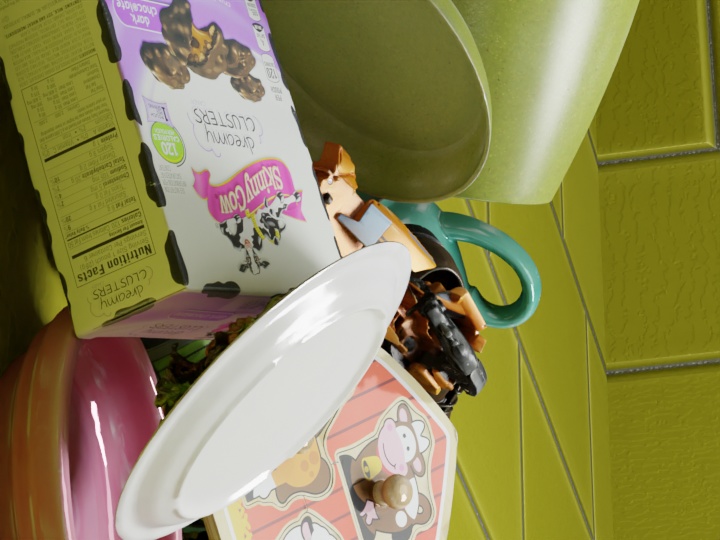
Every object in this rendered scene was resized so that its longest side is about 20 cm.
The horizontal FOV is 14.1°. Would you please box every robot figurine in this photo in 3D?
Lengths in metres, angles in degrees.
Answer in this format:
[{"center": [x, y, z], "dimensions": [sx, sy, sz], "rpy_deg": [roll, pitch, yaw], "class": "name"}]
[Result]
[{"center": [0.000, 0.000, 1.679], "dimensions": [0.058, 0.145, 0.200], "rpy_deg": [-55, 131, -16], "class": "robot figurine"}]

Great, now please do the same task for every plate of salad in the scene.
[{"center": [-0.053, 0.055, 1.435], "dimensions": [0.048, 0.200, 0.200], "rpy_deg": [45, 1, 16], "class": "plate of salad"}]

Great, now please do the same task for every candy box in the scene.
[{"center": [-0.098, -0.067, 1.472], "dimensions": [0.168, 0.072, 0.200], "rpy_deg": [4, 66, -61], "class": "candy box"}]

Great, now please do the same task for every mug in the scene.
[{"center": [0.006, 0.002, 1.903], "dimensions": [0.152, 0.185, 0.114], "rpy_deg": [24, -48, 63], "class": "mug"}]

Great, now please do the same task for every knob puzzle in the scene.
[{"center": [-0.006, 0.121, 1.632], "dimensions": [0.220, 0.030, 0.220], "rpy_deg": [11, 75, -44], "class": "knob puzzle"}]

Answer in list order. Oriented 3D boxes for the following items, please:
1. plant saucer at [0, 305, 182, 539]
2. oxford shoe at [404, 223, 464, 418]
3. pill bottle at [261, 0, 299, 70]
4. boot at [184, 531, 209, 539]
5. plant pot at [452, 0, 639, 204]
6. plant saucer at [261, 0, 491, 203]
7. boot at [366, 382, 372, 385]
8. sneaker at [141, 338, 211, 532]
[{"center": [-0.139, 0.116, 1.454], "dimensions": [0.201, 0.051, 0.201], "rpy_deg": [-8, 90, -79], "class": "plant saucer"}, {"center": [0.027, 0.078, 1.801], "dimensions": [0.084, 0.073, 0.200], "rpy_deg": [-139, -131, -64], "class": "oxford shoe"}, {"center": [-0.034, -0.186, 1.685], "dimensions": [0.111, 0.111, 0.200], "rpy_deg": [-79, 160, -56], "class": "pill bottle"}, {"center": [-0.077, 0.160, 1.714], "dimensions": [0.200, 0.075, 0.074], "rpy_deg": [-122, -161, -80], "class": "boot"}, {"center": [0.083, -0.146, 1.782], "dimensions": [0.187, 0.187, 0.200], "rpy_deg": [-32, 130, -77], "class": "plant pot"}, {"center": [-0.005, -0.124, 1.593], "dimensions": [0.031, 0.200, 0.200], "rpy_deg": [-48, 140, -31], "class": "plant saucer"}, {"center": [-0.008, 0.150, 1.723], "dimensions": [0.200, 0.070, 0.132], "rpy_deg": [93, -10, -54], "class": "boot"}, {"center": [-0.093, 0.048, 1.634], "dimensions": [0.071, 0.083, 0.200], "rpy_deg": [-52, 134, -74], "class": "sneaker"}]
